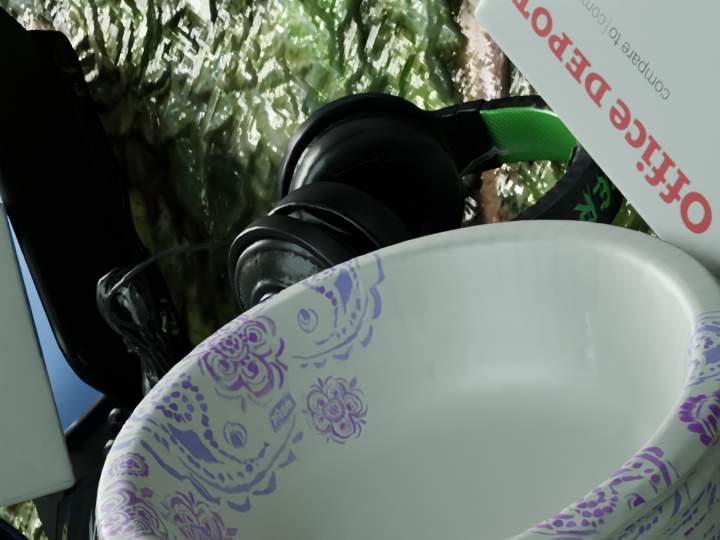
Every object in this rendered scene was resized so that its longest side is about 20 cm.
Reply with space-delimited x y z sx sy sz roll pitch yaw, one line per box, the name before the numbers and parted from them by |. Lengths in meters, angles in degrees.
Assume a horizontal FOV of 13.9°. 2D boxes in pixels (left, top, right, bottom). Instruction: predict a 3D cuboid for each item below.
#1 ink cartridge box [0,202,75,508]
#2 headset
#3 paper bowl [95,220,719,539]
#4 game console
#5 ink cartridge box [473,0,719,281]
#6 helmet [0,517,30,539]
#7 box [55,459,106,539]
ink cartridge box | -0.180 0.025 1.199 0.200 0.067 0.117 -157 53 -70
headset | 0.000 0.000 1.039 0.199 0.124 0.094 -12 117 23
paper bowl | 0.030 0.079 0.887 0.200 0.201 0.105 12 132 47
game console | -0.148 -0.003 1.219 0.176 0.116 0.201 -43 60 40
ink cartridge box | 0.142 -0.110 0.914 0.145 0.084 0.200 53 128 33
helmet | -0.197 0.189 1.228 0.200 0.190 0.201 -48 31 41
box | -0.085 0.170 1.068 0.198 0.049 0.201 141 135 -75
